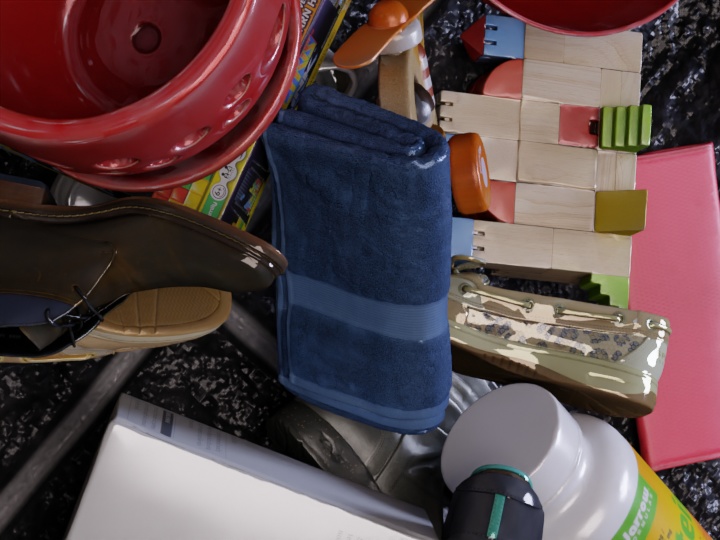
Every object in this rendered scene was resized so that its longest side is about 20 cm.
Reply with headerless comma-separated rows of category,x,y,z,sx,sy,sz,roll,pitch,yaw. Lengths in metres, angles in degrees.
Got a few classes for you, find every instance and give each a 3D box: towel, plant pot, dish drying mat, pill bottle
towel,0.000,0.000,1.669,0.049,0.111,0.201,-43,143,-44
plant pot,-0.127,-0.144,1.565,0.199,0.182,0.202,-2,79,12
dish drying mat,0.200,0.023,1.875,0.076,0.018,0.201,-9,96,-21
pill bottle,0.134,0.157,1.779,0.111,0.111,0.200,-51,128,-10

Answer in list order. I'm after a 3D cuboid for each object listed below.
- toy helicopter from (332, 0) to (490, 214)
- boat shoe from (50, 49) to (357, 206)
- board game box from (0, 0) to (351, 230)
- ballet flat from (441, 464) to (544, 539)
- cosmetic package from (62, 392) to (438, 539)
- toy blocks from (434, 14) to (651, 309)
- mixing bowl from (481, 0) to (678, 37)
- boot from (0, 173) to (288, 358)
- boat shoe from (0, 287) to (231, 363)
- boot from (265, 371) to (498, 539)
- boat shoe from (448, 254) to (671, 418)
toy helicopter,0.022,-0.130,1.716,0.078,0.132,0.201,-9,54,11
boat shoe,-0.091,-0.076,1.728,0.200,0.069,0.071,-33,108,-14
board game box,-0.106,-0.136,1.683,0.165,0.057,0.201,23,84,13
ballet flat,0.069,0.192,1.697,0.073,0.200,0.073,1,52,-1
cosmetic package,-0.083,0.203,1.691,0.199,0.123,0.200,22,94,-4
toy blocks,0.096,-0.074,1.795,0.136,0.100,0.201,6,81,-12
mixing bowl,0.109,-0.233,1.767,0.199,0.108,0.201,1,86,-21
boot,-0.142,0.012,1.623,0.199,0.075,0.097,9,69,19
boat shoe,-0.176,0.018,1.706,0.199,0.069,0.074,3,63,-14
boot,0.045,0.118,1.801,0.131,0.068,0.200,-43,108,-19
boat shoe,0.085,0.031,1.751,0.199,0.073,0.063,19,76,-5
